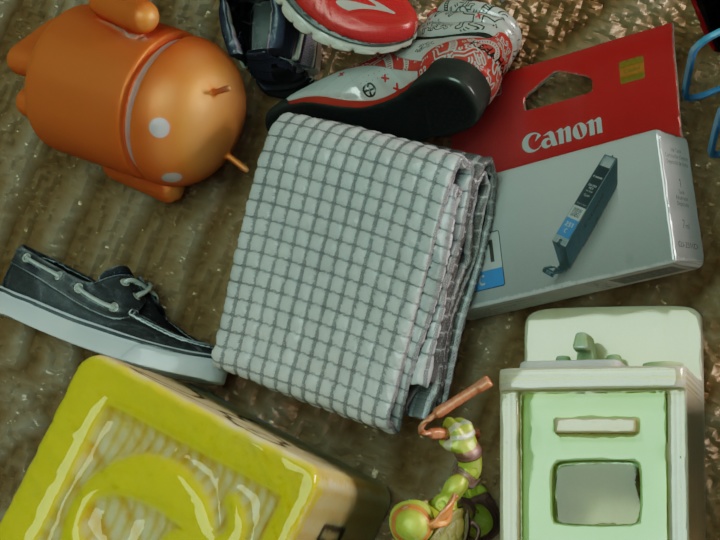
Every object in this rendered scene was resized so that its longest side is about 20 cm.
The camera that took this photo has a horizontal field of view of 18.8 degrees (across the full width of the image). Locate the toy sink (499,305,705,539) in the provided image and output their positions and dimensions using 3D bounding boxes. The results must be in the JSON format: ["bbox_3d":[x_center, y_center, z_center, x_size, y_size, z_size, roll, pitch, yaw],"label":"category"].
[{"bbox_3d":[0.166,0.117,1.486,0.130,0.112,0.201,-1,80,15],"label":"toy sink"}]

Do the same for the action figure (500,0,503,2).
[{"bbox_3d":[0.061,-0.272,1.611,0.199,0.069,0.131,18,78,6],"label":"action figure"}]

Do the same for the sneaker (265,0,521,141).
[{"bbox_3d":[0.029,-0.139,1.600,0.201,0.067,0.108,-11,34,41],"label":"sneaker"}]

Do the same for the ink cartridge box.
[{"bbox_3d":[0.136,-0.070,1.528,0.199,0.045,0.177,-14,75,36],"label":"ink cartridge box"}]

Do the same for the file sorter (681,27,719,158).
[{"bbox_3d":[0.310,-0.074,1.453,0.122,0.139,0.201,-21,75,-2],"label":"file sorter"}]

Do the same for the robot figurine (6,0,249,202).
[{"bbox_3d":[-0.169,-0.131,1.613,0.199,0.116,0.145,20,95,29],"label":"robot figurine"}]

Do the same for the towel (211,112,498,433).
[{"bbox_3d":[0.000,0.000,1.540,0.165,0.085,0.201,16,97,28],"label":"towel"}]

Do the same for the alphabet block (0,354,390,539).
[{"bbox_3d":[-0.120,0.191,1.507,0.195,0.200,0.197,24,88,19],"label":"alphabet block"}]

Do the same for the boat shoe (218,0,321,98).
[{"bbox_3d":[-0.068,-0.237,1.626,0.074,0.093,0.201,-9,78,14],"label":"boat shoe"}]

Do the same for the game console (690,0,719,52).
[{"bbox_3d":[0.307,-0.204,1.457,0.176,0.200,0.031,-20,76,12],"label":"game console"}]

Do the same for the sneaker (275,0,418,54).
[{"bbox_3d":[-0.034,-0.235,1.548,0.200,0.085,0.077,44,50,8],"label":"sneaker"}]

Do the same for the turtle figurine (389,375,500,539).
[{"bbox_3d":[0.055,0.170,1.482,0.064,0.161,0.201,30,89,18],"label":"turtle figurine"}]

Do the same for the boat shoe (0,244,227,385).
[{"bbox_3d":[-0.182,0.031,1.626,0.199,0.072,0.068,19,87,25],"label":"boat shoe"}]
